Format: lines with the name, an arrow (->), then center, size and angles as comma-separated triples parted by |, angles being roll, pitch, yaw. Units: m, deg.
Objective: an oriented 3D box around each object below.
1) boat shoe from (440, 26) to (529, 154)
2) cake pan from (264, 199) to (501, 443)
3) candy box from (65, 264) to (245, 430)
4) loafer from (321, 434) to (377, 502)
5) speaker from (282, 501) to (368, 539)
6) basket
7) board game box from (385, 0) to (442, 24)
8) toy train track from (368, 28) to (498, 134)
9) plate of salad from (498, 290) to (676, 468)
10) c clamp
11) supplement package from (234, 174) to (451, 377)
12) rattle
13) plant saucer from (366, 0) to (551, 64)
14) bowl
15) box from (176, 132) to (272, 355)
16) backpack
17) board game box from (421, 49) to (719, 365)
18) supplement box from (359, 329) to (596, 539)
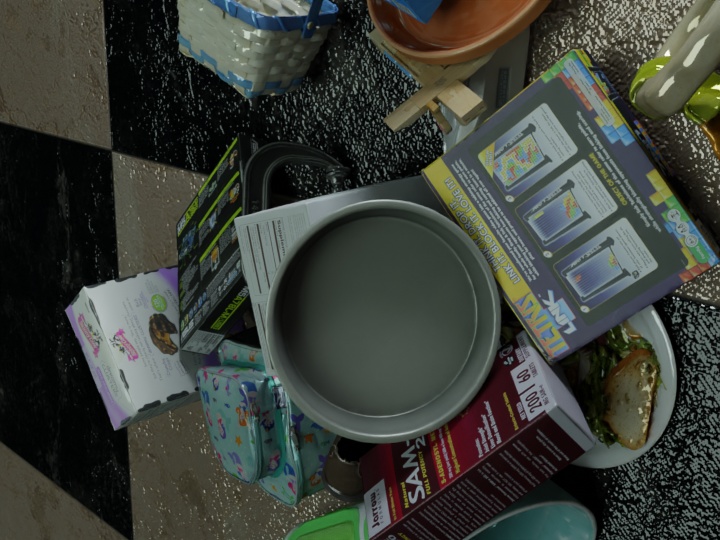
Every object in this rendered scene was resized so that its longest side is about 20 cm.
boat shoe -> 0.103, -0.151, 0.835 | 0.068, 0.071, 0.203 | 31, 126, 53
cake pan -> 0.018, 0.042, 0.762 | 0.037, 0.197, 0.203 | -145, 44, -83
candy box -> -0.249, 0.088, 1.156 | 0.071, 0.199, 0.169 | -36, 75, 44
loafer -> 0.035, 0.137, 0.896 | 0.072, 0.201, 0.071 | 28, 150, 14
speaker -> -0.015, 0.327, 1.071 | 0.199, 0.088, 0.089 | -32, 78, 45
basket -> -0.109, -0.301, 0.949 | 0.176, 0.138, 0.202 | 39, 132, 24
board game box -> 0.037, -0.346, 0.783 | 0.200, 0.056, 0.197 | 39, 97, 34
toy train track -> 0.059, -0.173, 0.807 | 0.114, 0.033, 0.200 | -38, 41, 3
plate of salad -> 0.189, 0.086, 0.824 | 0.199, 0.048, 0.203 | 16, 113, 42
c clamp -> -0.050, -0.042, 0.990 | 0.027, 0.168, 0.203 | 163, 103, -78
supplement package -> 0.000, 0.000, 0.880 | 0.110, 0.199, 0.158 | -6, 98, 45
rattle -> 0.295, -0.171, 0.635 | 0.143, 0.130, 0.201 | 40, 101, 17
plant saucer -> 0.095, -0.269, 0.779 | 0.198, 0.032, 0.203 | -14, 65, 32
bowl -> 0.113, 0.251, 0.865 | 0.105, 0.198, 0.203 | 56, 136, 44
box -> -0.168, -0.029, 1.100 | 0.200, 0.047, 0.195 | -46, 40, 42
backpack -> -0.097, 0.176, 1.072 | 0.177, 0.149, 0.203 | 4, 113, 58
board game box -> 0.172, -0.050, 0.748 | 0.165, 0.057, 0.201 | -36, 85, 29
supplement box -> 0.092, 0.155, 0.775 | 0.200, 0.109, 0.061 | -41, 115, 16
